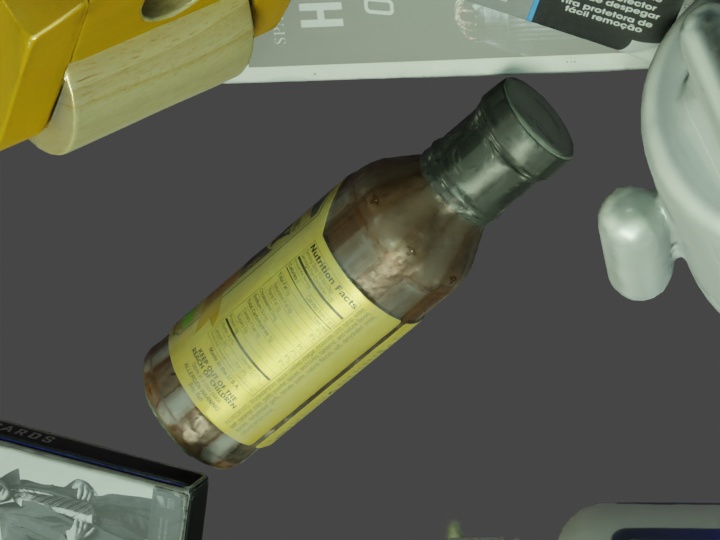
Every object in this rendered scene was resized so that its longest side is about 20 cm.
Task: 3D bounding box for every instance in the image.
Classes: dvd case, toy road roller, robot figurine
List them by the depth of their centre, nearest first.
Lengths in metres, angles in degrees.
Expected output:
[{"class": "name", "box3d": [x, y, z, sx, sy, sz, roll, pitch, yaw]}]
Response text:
[{"class": "toy road roller", "box3d": [-0.094, -0.149, 0.906, 0.146, 0.123, 0.200, 55, 152, 17]}, {"class": "robot figurine", "box3d": [0.164, -0.037, 0.959, 0.169, 0.113, 0.200, -20, 157, 8]}, {"class": "dvd case", "box3d": [0.036, -0.146, 1.002, 0.199, 0.025, 0.151, -2, 116, 9]}, {"class": "dvd case", "box3d": [-0.166, 0.133, 1.107, 0.199, 0.025, 0.151, 14, 108, 17]}]

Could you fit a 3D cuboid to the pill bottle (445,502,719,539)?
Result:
[{"class": "pill bottle", "box3d": [0.132, 0.154, 1.084, 0.199, 0.120, 0.120, 0, 117, 10]}]

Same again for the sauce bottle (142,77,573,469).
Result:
[{"class": "sauce bottle", "box3d": [0.000, 0.000, 1.059, 0.200, 0.065, 0.065, -39, 105, 22]}]

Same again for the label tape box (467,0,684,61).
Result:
[{"class": "label tape box", "box3d": [0.062, -0.171, 0.889, 0.144, 0.064, 0.200, 18, 146, 0]}]
